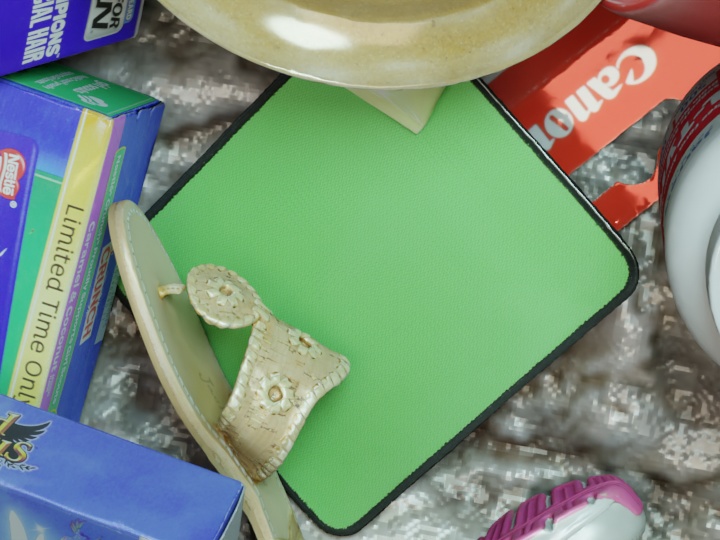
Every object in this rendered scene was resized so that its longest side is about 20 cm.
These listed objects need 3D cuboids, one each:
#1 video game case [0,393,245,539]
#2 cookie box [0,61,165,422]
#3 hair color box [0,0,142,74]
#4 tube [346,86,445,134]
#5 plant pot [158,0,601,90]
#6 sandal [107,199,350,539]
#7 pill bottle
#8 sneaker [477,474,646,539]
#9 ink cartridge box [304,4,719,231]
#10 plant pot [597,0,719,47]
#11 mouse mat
[{"bbox_3d":[-0.152,0.124,1.129,0.199,0.046,0.182,19,137,9],"label":"video game case"},{"bbox_3d":[-0.202,-0.021,1.153,0.199,0.075,0.172,19,105,9],"label":"cookie box"},{"bbox_3d":[-0.190,-0.119,1.065,0.109,0.200,0.065,38,132,31],"label":"hair color box"},{"bbox_3d":[0.041,-0.132,1.021,0.200,0.052,0.058,-49,62,40],"label":"tube"},{"bbox_3d":[0.001,-0.148,0.958,0.199,0.028,0.201,6,134,6],"label":"plant pot"},{"bbox_3d":[-0.033,0.058,1.130,0.069,0.078,0.213,-17,107,9],"label":"sandal"},{"bbox_3d":[0.166,-0.017,1.014,0.112,0.200,0.113,1,103,5],"label":"pill bottle"},{"bbox_3d":[0.058,0.169,1.131,0.088,0.081,0.200,40,110,3],"label":"sneaker"},{"bbox_3d":[0.057,-0.106,1.110,0.162,0.050,0.200,-38,85,13],"label":"ink cartridge box"},{"bbox_3d":[0.194,-0.164,0.991,0.182,0.200,0.201,15,101,-21],"label":"plant pot"},{"bbox_3d":[0.000,0.000,1.126,0.161,0.008,0.200,49,120,3],"label":"mouse mat"}]
